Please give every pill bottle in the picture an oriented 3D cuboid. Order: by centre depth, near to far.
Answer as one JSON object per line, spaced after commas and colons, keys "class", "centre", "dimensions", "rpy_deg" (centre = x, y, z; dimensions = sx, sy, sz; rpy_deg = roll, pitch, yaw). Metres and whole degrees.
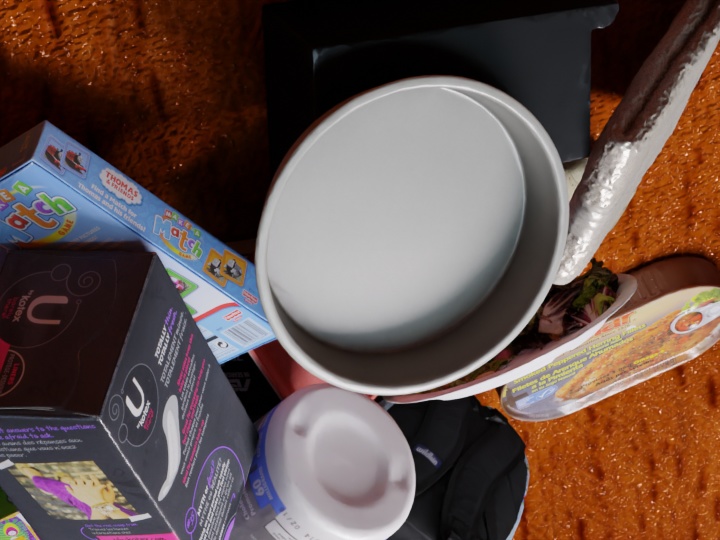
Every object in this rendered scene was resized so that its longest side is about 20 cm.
{"class": "pill bottle", "centre": [-0.061, 0.165, 1.652], "dimensions": [0.113, 0.114, 0.200], "rpy_deg": [5, 151, -36]}

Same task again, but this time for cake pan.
{"class": "cake pan", "centre": [0.026, -0.024, 1.444], "dimensions": [0.200, 0.037, 0.201], "rpy_deg": [-9, 116, -20]}

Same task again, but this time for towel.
{"class": "towel", "centre": [0.179, -0.092, 1.582], "dimensions": [0.200, 0.034, 0.133], "rpy_deg": [-53, 168, -45]}

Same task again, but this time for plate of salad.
{"class": "plate of salad", "centre": [0.102, 0.039, 1.746], "dimensions": [0.199, 0.048, 0.200], "rpy_deg": [-25, -171, 4]}

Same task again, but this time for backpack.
{"class": "backpack", "centre": [0.048, 0.164, 1.844], "dimensions": [0.163, 0.200, 0.154], "rpy_deg": [36, 135, -2]}

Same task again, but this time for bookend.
{"class": "bookend", "centre": [0.050, -0.072, 1.510], "dimensions": [0.199, 0.092, 0.199], "rpy_deg": [-11, 116, -18]}

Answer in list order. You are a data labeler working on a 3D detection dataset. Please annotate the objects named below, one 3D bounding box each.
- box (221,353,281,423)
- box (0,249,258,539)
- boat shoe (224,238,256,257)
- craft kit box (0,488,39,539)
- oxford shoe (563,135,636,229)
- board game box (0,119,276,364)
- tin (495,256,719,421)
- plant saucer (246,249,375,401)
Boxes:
{"class": "box", "centre": [-0.135, 0.119, 1.749], "dimensions": [0.199, 0.086, 0.164], "rpy_deg": [1, 141, -32]}
{"class": "box", "centre": [-0.152, 0.092, 1.488], "dimensions": [0.106, 0.123, 0.200], "rpy_deg": [1, 144, 20]}
{"class": "boat shoe", "centre": [-0.094, 0.021, 1.655], "dimensions": [0.199, 0.064, 0.071], "rpy_deg": [0, 141, -31]}
{"class": "craft kit box", "centre": [-0.250, 0.227, 1.723], "dimensions": [0.197, 0.049, 0.200], "rpy_deg": [-24, 138, 19]}
{"class": "oxford shoe", "centre": [0.129, -0.072, 1.665], "dimensions": [0.074, 0.071, 0.200], "rpy_deg": [-43, 153, 7]}
{"class": "board game box", "centre": [-0.162, -0.001, 1.500], "dimensions": [0.200, 0.037, 0.151], "rpy_deg": [35, 141, -28]}
{"class": "tin", "centre": [0.195, 0.052, 1.901], "dimensions": [0.199, 0.042, 0.112], "rpy_deg": [-24, 151, 1]}
{"class": "plant saucer", "centre": [0.000, 0.000, 1.648], "dimensions": [0.200, 0.037, 0.200], "rpy_deg": [-45, 146, -11]}
